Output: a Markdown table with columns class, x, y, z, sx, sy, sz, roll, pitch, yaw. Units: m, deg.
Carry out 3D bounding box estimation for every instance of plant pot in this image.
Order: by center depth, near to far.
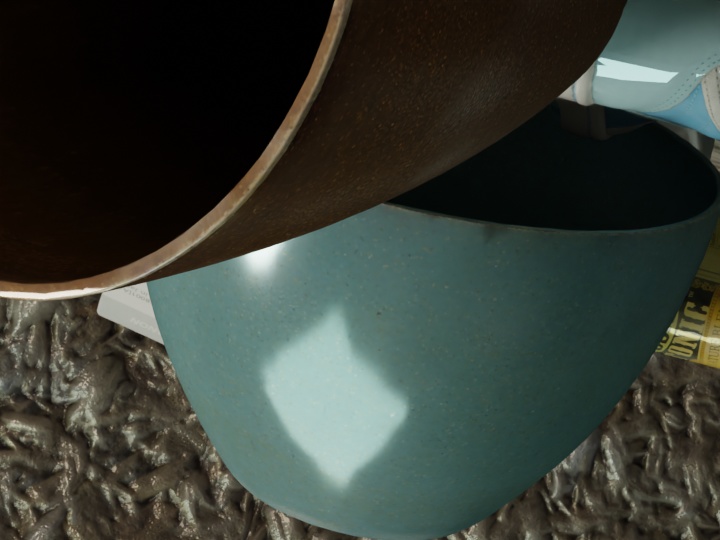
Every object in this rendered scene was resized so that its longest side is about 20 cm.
| class | x | y | z | sx | sy | sz | roll | pitch | yaw |
| --- | --- | --- | --- | --- | --- | --- | --- | --- | --- |
| plant pot | -0.019 | -0.089 | 0.661 | 0.186 | 0.188 | 0.200 | 24 | -165 | 32 |
| plant pot | 0.011 | 0.011 | 0.884 | 0.199 | 0.136 | 0.200 | 11 | -160 | -4 |

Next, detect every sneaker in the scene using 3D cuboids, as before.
| class | x | y | z | sx | sy | sz | roll | pitch | yaw |
| --- | --- | --- | --- | --- | --- | --- | --- | --- | --- |
| sneaker | 0.127 | -0.067 | 0.823 | 0.130 | 0.080 | 0.200 | 15 | -172 | 13 |

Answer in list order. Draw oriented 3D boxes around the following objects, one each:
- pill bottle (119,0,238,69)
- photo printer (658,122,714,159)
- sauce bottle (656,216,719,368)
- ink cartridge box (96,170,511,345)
| class | x | y | z | sx | sy | sz | roll | pitch | yaw |
| --- | --- | --- | --- | --- | --- | --- | --- | --- | --- |
| pill bottle | -0.129 | -0.126 | 0.750 | 0.200 | 0.111 | 0.111 | 48 | 175 | -10 |
| photo printer | 0.046 | -0.087 | 1.054 | 0.199 | 0.070 | 0.166 | 13 | 176 | 9 |
| sauce bottle | 0.105 | -0.002 | 1.078 | 0.199 | 0.066 | 0.066 | 13 | 180 | 1 |
| ink cartridge box | 0.000 | 0.000 | 1.048 | 0.199 | 0.044 | 0.174 | 24 | 148 | 0 |
